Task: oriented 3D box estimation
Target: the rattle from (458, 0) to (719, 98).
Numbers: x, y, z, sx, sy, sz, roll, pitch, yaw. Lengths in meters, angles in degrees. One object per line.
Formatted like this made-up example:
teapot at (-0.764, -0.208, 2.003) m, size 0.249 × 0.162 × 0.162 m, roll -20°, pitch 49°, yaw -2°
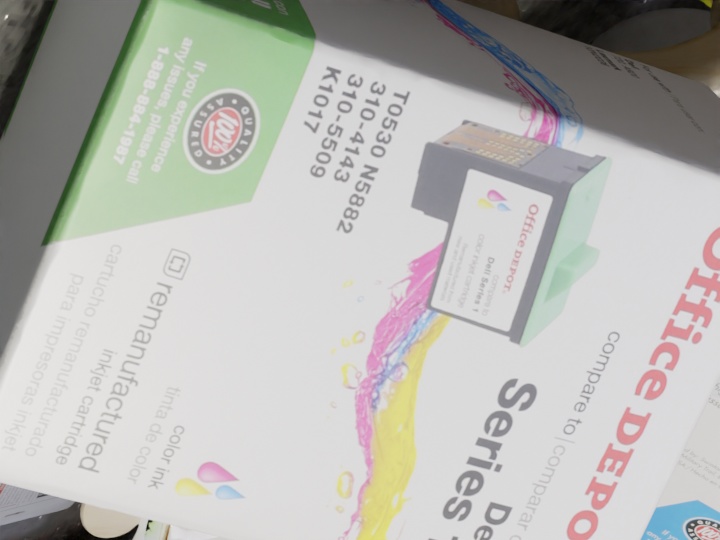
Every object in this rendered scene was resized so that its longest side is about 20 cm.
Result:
rattle at (0.047, -0.102, 0.864) m, size 0.199 × 0.131 × 0.143 m, roll -12°, pitch 149°, yaw -20°

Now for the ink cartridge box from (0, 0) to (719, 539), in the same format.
ink cartridge box at (0.000, 0.000, 0.805) m, size 0.199 × 0.084 × 0.145 m, roll 16°, pitch 110°, yaw -23°

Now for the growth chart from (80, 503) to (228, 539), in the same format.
growth chart at (-0.013, 0.029, 0.966) m, size 0.144 × 0.018 × 0.201 m, roll 4°, pitch 123°, yaw -35°

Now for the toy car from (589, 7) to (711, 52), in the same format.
toy car at (0.125, -0.048, 1.074) m, size 0.199 × 0.177 × 0.185 m, roll 23°, pitch 108°, yaw -37°

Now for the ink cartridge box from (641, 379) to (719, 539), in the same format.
ink cartridge box at (0.134, 0.012, 0.968) m, size 0.200 × 0.115 × 0.068 m, roll -48°, pitch -163°, yaw 44°

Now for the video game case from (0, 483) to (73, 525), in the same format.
video game case at (-0.122, 0.031, 0.886) m, size 0.200 × 0.018 × 0.144 m, roll -10°, pitch 138°, yaw -57°
